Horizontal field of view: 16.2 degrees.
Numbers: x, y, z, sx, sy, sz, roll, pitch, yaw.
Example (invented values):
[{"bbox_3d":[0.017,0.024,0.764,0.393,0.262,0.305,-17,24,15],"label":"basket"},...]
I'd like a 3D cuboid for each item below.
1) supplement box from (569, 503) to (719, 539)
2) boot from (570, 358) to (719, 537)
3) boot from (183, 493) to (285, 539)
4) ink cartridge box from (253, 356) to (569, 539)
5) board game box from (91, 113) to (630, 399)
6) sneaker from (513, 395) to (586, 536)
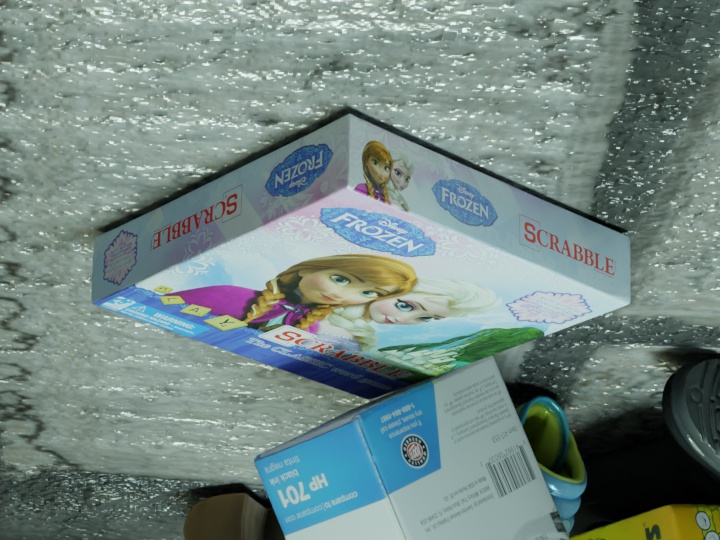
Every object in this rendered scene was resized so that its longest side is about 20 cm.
[{"bbox_3d":[0.230,0.207,1.538,0.199,0.110,0.109,5,159,-38],"label":"supplement box"},{"bbox_3d":[0.172,0.116,1.531,0.199,0.066,0.164,-16,149,43],"label":"boot"},{"bbox_3d":[-0.005,0.198,1.695,0.199,0.077,0.155,-7,154,22],"label":"boot"},{"bbox_3d":[0.046,0.165,1.386,0.086,0.201,0.146,-22,179,36],"label":"ink cartridge box"},{"bbox_3d":[0.000,0.000,1.294,0.199,0.041,0.199,20,150,-38],"label":"board game box"},{"bbox_3d":[0.064,0.122,1.536,0.079,0.131,0.200,8,-165,-45],"label":"sneaker"}]
